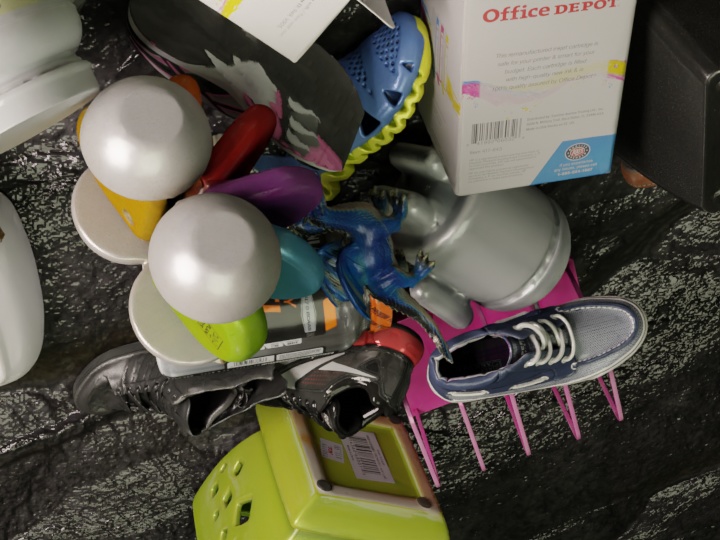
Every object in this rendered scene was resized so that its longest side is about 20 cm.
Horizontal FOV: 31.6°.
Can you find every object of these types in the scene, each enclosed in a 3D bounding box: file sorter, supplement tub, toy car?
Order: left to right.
[{"bbox_3d":[-0.263,-0.171,0.786,0.145,0.145,0.201,-28,98,10],"label":"supplement tub"},{"bbox_3d":[-0.099,-0.041,0.857,0.150,0.200,0.175,-27,170,-24],"label":"toy car"},{"bbox_3d":[-0.079,0.018,1.077,0.199,0.123,0.123,-10,133,-8],"label":"supplement tub"},{"bbox_3d":[0.135,0.101,1.211,0.199,0.126,0.139,-20,133,2],"label":"file sorter"}]

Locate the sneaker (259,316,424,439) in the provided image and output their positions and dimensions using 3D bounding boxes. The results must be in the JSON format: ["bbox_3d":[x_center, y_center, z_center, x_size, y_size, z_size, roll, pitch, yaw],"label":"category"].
[{"bbox_3d":[-0.038,0.105,1.154,0.200,0.098,0.071,-11,142,31],"label":"sneaker"}]

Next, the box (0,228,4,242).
[{"bbox_3d":[-0.385,-0.064,0.930,0.163,0.021,0.200,-28,111,5],"label":"box"}]

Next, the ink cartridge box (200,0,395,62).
[{"bbox_3d":[-0.077,-0.221,0.866,0.200,0.117,0.067,29,119,-34],"label":"ink cartridge box"}]

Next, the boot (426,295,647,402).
[{"bbox_3d":[0.154,0.068,1.086,0.199,0.073,0.090,-19,170,1],"label":"boot"}]

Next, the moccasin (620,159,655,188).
[{"bbox_3d":[0.326,-0.107,1.122,0.201,0.074,0.078,-19,126,-12],"label":"moccasin"}]

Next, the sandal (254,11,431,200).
[{"bbox_3d":[-0.023,-0.125,0.999,0.087,0.080,0.200,28,118,-29],"label":"sandal"}]

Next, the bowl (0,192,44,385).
[{"bbox_3d":[-0.365,0.035,1.046,0.199,0.075,0.200,-10,134,-9],"label":"bowl"}]

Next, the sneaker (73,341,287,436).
[{"bbox_3d":[-0.166,0.106,1.143,0.199,0.104,0.060,-24,134,6],"label":"sneaker"}]

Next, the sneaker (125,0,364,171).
[{"bbox_3d":[-0.087,-0.147,0.944,0.200,0.086,0.080,39,75,-17],"label":"sneaker"}]

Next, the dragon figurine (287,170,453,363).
[{"bbox_3d":[0.000,0.000,0.996,0.099,0.059,0.201,-32,115,-23],"label":"dragon figurine"}]

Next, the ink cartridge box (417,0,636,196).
[{"bbox_3d":[0.120,-0.179,0.955,0.128,0.125,0.201,-8,133,-9],"label":"ink cartridge box"}]

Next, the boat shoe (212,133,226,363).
[{"bbox_3d":[-0.125,-0.020,0.987,0.064,0.201,0.072,-1,151,-1],"label":"boat shoe"}]

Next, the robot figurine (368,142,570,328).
[{"bbox_3d":[0.101,-0.037,1.085,0.200,0.113,0.170,31,86,-34],"label":"robot figurine"}]

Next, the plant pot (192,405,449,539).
[{"bbox_3d":[-0.034,0.245,1.250,0.198,0.200,0.182,14,118,-26],"label":"plant pot"}]

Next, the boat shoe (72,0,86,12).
[{"bbox_3d":[-0.234,-0.186,0.889,0.065,0.075,0.202,36,115,-16],"label":"boat shoe"}]

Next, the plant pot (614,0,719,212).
[{"bbox_3d":[0.296,-0.162,0.986,0.199,0.178,0.200,-16,134,-3],"label":"plant pot"}]
